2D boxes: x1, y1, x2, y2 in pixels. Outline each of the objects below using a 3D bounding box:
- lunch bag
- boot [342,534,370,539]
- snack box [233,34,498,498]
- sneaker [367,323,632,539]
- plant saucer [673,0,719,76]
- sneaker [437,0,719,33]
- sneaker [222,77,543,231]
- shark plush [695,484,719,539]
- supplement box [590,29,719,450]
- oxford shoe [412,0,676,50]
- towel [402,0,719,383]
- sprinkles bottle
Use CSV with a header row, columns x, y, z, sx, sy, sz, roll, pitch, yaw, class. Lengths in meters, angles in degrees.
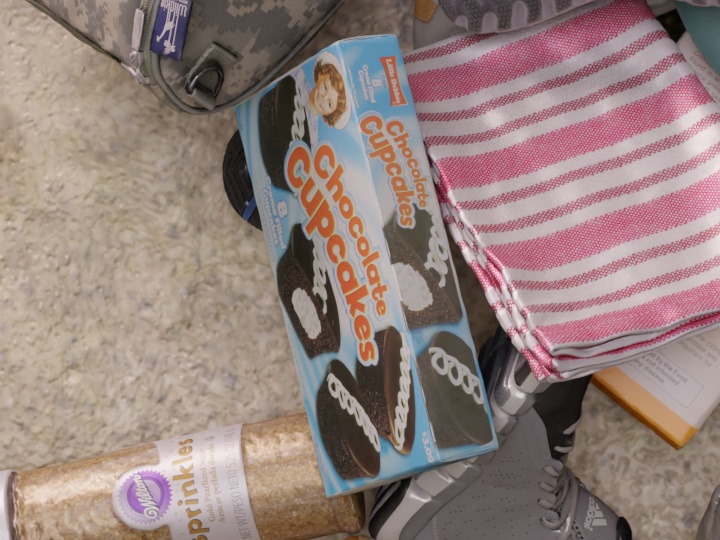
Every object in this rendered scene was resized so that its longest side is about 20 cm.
x,y,z,sx,sy,sz,roll,pitch,yaw,class
-0.091,-0.180,1.320,0.200,0.139,0.168,35,92,44,lunch bag
-0.087,0.206,1.346,0.143,0.071,0.202,21,95,-2,boot
0.000,0.000,1.282,0.037,0.116,0.201,-10,82,-30,snack box
0.096,0.090,1.310,0.115,0.200,0.075,31,45,-9,sneaker
0.248,-0.148,1.317,0.199,0.036,0.201,6,61,-11,plant saucer
0.133,-0.168,1.274,0.199,0.082,0.075,-6,118,17,sneaker
0.025,-0.052,1.366,0.199,0.077,0.076,-4,88,23,sneaker
0.188,0.200,1.305,0.090,0.083,0.201,-2,88,-27,shark plush
0.171,-0.027,1.343,0.126,0.074,0.200,38,90,8,supplement box
0.115,-0.154,1.355,0.199,0.075,0.058,-21,114,2,oxford shoe
0.108,-0.049,1.255,0.146,0.030,0.200,-20,58,-13,towel
-0.100,0.119,1.362,0.199,0.068,0.069,-12,84,4,sprinkles bottle
